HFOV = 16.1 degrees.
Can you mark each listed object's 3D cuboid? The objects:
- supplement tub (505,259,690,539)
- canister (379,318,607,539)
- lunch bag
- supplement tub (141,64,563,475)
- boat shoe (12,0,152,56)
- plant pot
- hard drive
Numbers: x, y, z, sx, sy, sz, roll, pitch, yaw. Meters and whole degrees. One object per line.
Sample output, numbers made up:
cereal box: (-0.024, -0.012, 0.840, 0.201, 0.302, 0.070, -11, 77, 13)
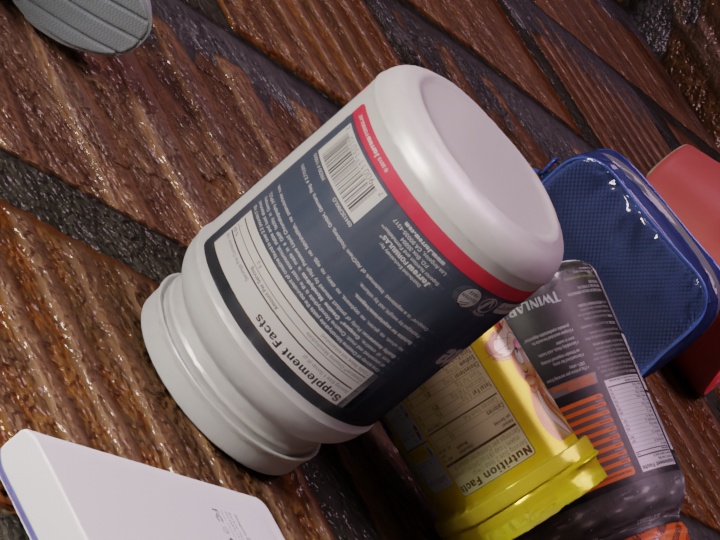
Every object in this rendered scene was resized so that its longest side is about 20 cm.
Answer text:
supplement tub: (0.131, 0.105, 1.635, 0.122, 0.122, 0.201, 11, 56, -67)
canister: (0.048, 0.061, 1.487, 0.201, 0.086, 0.149, 58, -13, 3)
lunch bag: (0.200, -0.008, 2.107, 0.200, 0.136, 0.132, 52, 15, 7)
supplement tub: (-0.005, 0.001, 1.350, 0.140, 0.200, 0.141, 42, 21, -21)
boat shoe: (-0.203, -0.207, 1.523, 0.200, 0.072, 0.062, 40, 21, -28)
plant pot: (0.326, -0.009, 2.418, 0.177, 0.201, 0.200, 43, 14, 11)
hard drive: (-0.076, 0.146, 1.159, 0.200, 0.025, 0.132, 26, 29, -59)
